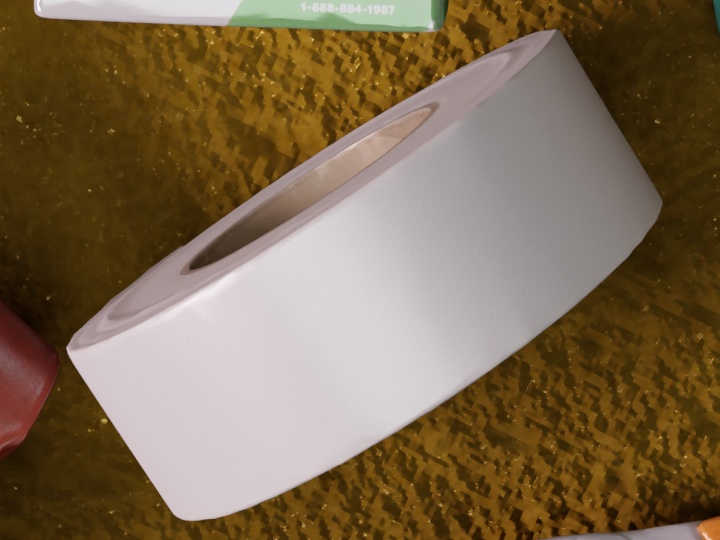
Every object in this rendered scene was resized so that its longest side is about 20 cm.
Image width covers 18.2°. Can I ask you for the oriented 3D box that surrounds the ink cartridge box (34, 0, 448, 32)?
[{"bbox_3d":[-0.037,-0.190,0.786,0.145,0.088,0.201,2,105,4],"label":"ink cartridge box"}]

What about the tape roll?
[{"bbox_3d":[0.000,0.000,0.769,0.202,0.202,0.071,-32,98,12],"label":"tape roll"}]

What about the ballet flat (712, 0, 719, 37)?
[{"bbox_3d":[0.181,-0.038,0.806,0.067,0.070,0.201,-20,100,11],"label":"ballet flat"}]

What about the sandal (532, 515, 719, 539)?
[{"bbox_3d":[0.131,0.130,0.856,0.206,0.059,0.079,1,74,-4],"label":"sandal"}]

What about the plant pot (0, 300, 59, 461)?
[{"bbox_3d":[-0.229,0.033,0.815,0.195,0.201,0.201,38,104,-12],"label":"plant pot"}]
